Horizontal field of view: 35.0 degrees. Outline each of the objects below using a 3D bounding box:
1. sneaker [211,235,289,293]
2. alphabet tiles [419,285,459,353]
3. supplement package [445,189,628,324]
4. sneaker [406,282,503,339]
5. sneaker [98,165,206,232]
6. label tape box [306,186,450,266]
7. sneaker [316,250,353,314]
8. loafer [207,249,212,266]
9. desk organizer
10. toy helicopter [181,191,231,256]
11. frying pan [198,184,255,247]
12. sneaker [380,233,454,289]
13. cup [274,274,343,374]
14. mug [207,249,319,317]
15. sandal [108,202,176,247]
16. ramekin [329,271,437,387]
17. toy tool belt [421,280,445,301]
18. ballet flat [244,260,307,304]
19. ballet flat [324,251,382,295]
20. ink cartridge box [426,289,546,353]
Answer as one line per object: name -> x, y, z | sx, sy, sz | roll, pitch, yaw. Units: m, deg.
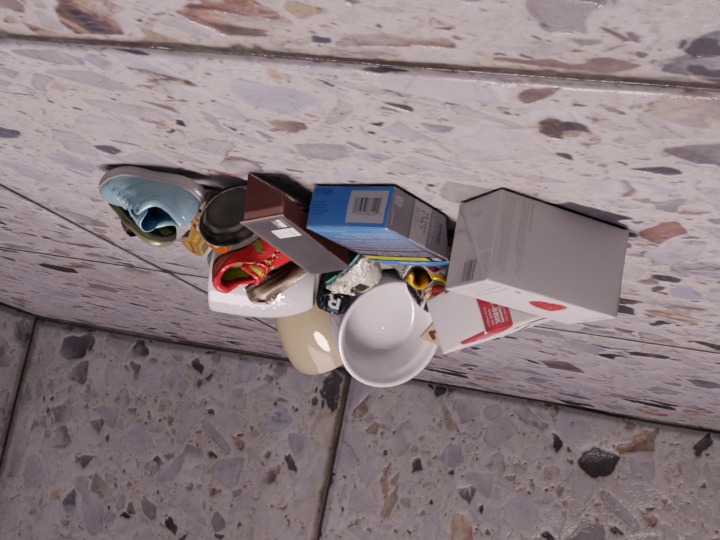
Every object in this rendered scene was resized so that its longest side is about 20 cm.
sneaker -> -0.150, -0.016, 1.805 | 0.198, 0.086, 0.077 | -27, 122, 21
alphabet tiles -> 0.181, 0.041, 1.715 | 0.166, 0.201, 0.008 | 23, -157, -47
supplement package -> 0.230, -0.013, 1.490 | 0.197, 0.122, 0.121 | 15, 168, -20
sneaker -> 0.176, 0.045, 1.992 | 0.198, 0.076, 0.116 | 32, -156, 6
sneaker -> -0.324, -0.101, 1.689 | 0.197, 0.083, 0.074 | 5, 144, 34
label tape box -> 0.040, -0.060, 1.611 | 0.142, 0.067, 0.199 | 3, 168, 37
sneaker -> -0.031, 0.017, 1.947 | 0.072, 0.114, 0.200 | 11, 169, -6
loafer -> -0.181, -0.012, 2.101 | 0.197, 0.063, 0.073 | 13, 133, 6
desk organizer -> -0.088, -0.069, 1.646 | 0.071, 0.078, 0.200 | -8, 155, 26
toy helicopter -> -0.257, -0.074, 1.802 | 0.131, 0.079, 0.200 | 35, 154, -4
frying pan -> -0.153, -0.096, 1.686 | 0.187, 0.031, 0.116 | -21, 141, -15
sneaker -> 0.072, -0.015, 1.751 | 0.077, 0.084, 0.199 | 17, 169, -31
cup -> -0.088, 0.074, 2.172 | 0.198, 0.202, 0.144 | 1, 140, 43
mug -> -0.157, -0.001, 1.967 | 0.172, 0.150, 0.200 | 8, -162, 3
sandal -> -0.343, -0.074, 1.773 | 0.079, 0.058, 0.201 | -5, -152, -24
ramekin -> 0.039, 0.099, 2.070 | 0.198, 0.203, 0.098 | 16, -168, -25
toy tool belt -> 0.163, 0.022, 1.828 | 0.123, 0.124, 0.201 | 20, 161, 19
ballet flat -> -0.094, 0.001, 1.841 | 0.198, 0.047, 0.067 | -29, -173, 2
ballet flat -> 0.000, 0.000, 1.792 | 0.071, 0.073, 0.200 | 14, 167, -13
ink cartridge box -> 0.216, 0.042, 1.623 | 0.197, 0.084, 0.147 | -15, 171, -24
